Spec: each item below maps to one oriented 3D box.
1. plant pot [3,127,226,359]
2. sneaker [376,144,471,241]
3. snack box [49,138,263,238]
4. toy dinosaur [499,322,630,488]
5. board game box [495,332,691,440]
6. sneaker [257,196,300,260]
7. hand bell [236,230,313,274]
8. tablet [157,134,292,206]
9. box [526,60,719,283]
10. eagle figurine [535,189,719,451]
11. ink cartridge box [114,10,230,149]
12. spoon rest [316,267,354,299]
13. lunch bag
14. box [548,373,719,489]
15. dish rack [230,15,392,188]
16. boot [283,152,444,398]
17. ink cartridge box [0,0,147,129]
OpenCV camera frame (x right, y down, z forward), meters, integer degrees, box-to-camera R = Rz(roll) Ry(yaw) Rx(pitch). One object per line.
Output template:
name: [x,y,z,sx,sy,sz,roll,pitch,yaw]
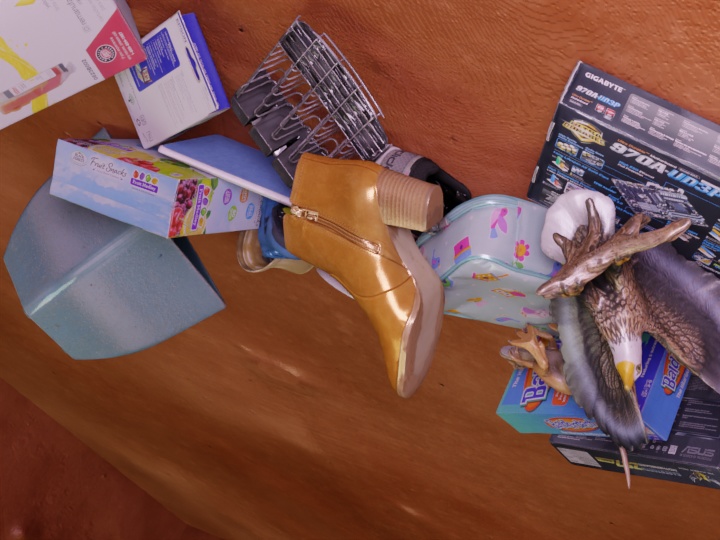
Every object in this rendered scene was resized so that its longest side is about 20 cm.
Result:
plant pot: [-0.319,-0.010,1.509,0.196,0.199,0.197,55,178,41]
sneaker: [0.076,-0.044,1.210,0.087,0.074,0.201,15,150,45]
snack box: [-0.204,-0.093,1.321,0.167,0.069,0.199,19,-167,26]
toy dinosaur: [0.191,0.095,1.114,0.107,0.060,0.200,58,173,-32]
board game box: [0.234,0.084,1.184,0.045,0.153,0.199,37,157,-25]
sneaker: [-0.071,-0.035,1.262,0.065,0.079,0.200,14,-163,-12]
hand bell: [-0.039,-0.007,1.449,0.199,0.105,0.103,30,161,-37]
tablet: [-0.100,-0.100,1.283,0.198,0.014,0.130,22,-161,18]
box: [0.241,-0.070,0.989,0.198,0.046,0.159,26,158,10]
eagle figurine: [0.220,0.043,0.996,0.151,0.152,0.200,15,159,44]
ink cartridge box: [-0.184,-0.188,1.213,0.199,0.039,0.101,-9,103,60]
spoon rest: [0.000,0.000,1.202,0.098,0.061,0.200,24,-163,-12]
lunch bag: [0.148,0.000,1.134,0.197,0.078,0.160,14,159,-20]
box: [0.295,0.120,1.178,0.199,0.159,0.051,1,146,48]
dish rack: [-0.040,-0.143,1.120,0.154,0.054,0.200,53,150,-1]
boot: [-0.001,0.002,1.078,0.142,0.071,0.204,12,110,27]
ink cartridge box: [-0.322,-0.226,1.145,0.146,0.198,0.084,63,-178,-56]
